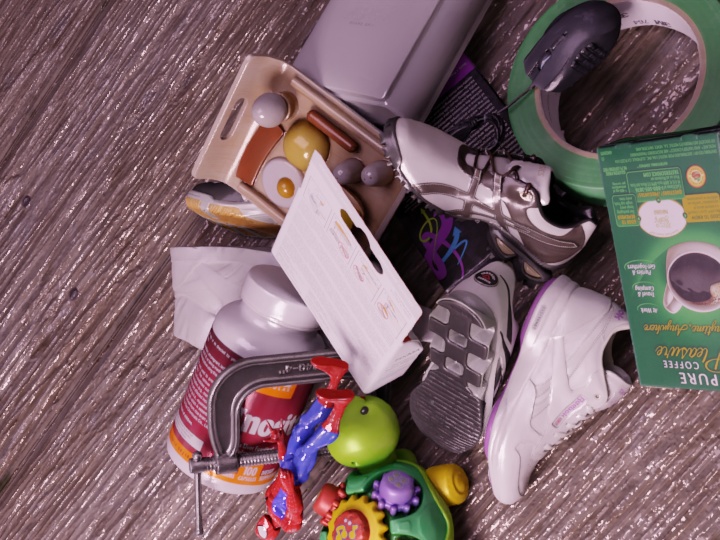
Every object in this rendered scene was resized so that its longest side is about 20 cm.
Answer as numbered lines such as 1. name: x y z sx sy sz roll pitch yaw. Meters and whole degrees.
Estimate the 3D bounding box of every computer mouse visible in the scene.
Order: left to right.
1. computer mouse: 0.136 -0.159 1.138 0.200 0.034 0.059 -41 58 12

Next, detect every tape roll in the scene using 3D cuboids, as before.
1. tape roll: 0.225 -0.154 1.134 0.200 0.048 0.201 -10 67 26

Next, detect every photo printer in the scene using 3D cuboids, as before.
1. photo printer: 0.035 -0.237 1.279 0.166 0.069 0.201 19 76 48

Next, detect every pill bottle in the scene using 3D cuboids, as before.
1. pill bottle: -0.102 0.102 1.278 0.113 0.113 0.201 37 112 38

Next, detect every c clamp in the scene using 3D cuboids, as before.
1. c clamp: -0.066 0.148 1.235 0.027 0.199 0.172 -124 27 -63

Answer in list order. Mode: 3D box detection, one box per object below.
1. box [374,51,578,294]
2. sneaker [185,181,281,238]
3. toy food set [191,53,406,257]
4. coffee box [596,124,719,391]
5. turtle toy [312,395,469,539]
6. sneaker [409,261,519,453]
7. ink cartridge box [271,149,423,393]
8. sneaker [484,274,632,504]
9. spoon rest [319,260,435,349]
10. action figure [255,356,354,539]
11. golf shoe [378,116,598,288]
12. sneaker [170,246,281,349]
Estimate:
1. box: 0.091 -0.091 1.238 0.143 0.036 0.200 -40 56 13
2. sneaker: -0.085 -0.082 1.366 0.199 0.076 0.088 6 76 29
3. toy food set: -0.055 -0.089 1.247 0.200 0.060 0.144 39 119 16
4. coffee box: 0.255 -0.007 1.029 0.123 0.044 0.201 -4 101 52
5. turtle toy: 0.016 0.210 1.185 0.145 0.101 0.201 -18 68 33
6. sneaker: 0.098 0.075 1.140 0.074 0.089 0.200 31 140 18
7. ink cartridge box: 0.000 0.000 1.131 0.163 0.057 0.200 56 152 13
8. sneaker: 0.165 0.110 1.113 0.099 0.075 0.201 22 104 16
9. spoon rest: 0.037 0.045 1.239 0.199 0.061 0.100 9 84 38
10. action figure: -0.057 0.167 1.183 0.066 0.051 0.201 -110 32 -50
11. golf shoe: 0.109 -0.076 1.107 0.094 0.200 0.078 -39 25 39
12. sneaker: -0.111 0.033 1.359 0.199 0.074 0.116 1 90 37
